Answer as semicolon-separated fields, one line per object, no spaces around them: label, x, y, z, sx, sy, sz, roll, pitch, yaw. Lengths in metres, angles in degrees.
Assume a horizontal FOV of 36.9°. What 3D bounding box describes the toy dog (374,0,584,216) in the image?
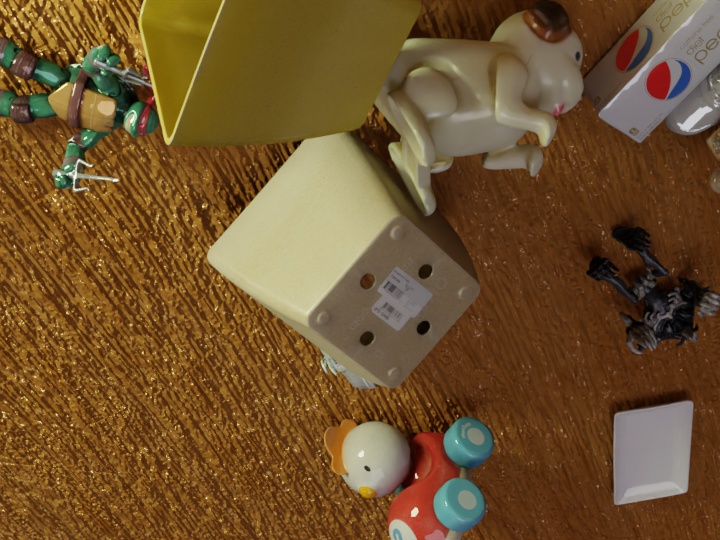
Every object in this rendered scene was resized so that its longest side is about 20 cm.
toy dog;0.117;-0.170;1.015;0.199;0.194;0.140;-23;148;-7

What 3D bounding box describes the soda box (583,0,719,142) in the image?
soda box;0.307;-0.223;1.036;0.063;0.068;0.200;25;123;-25

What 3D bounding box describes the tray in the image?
tray;0.398;0.247;1.481;0.107;0.022;0.201;-10;131;3

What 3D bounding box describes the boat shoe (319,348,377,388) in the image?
boat shoe;-0.041;0.063;1.244;0.065;0.075;0.202;-21;126;20

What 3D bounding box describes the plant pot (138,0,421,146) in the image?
plant pot;-0.066;-0.227;0.922;0.176;0.200;0.200;7;130;-27

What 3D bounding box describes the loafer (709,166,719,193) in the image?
loafer;0.432;-0.112;1.116;0.199;0.072;0.063;-15;-173;-43

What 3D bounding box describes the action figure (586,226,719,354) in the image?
action figure;0.347;0.042;1.249;0.119;0.102;0.200;-42;122;12

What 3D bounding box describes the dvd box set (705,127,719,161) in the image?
dvd box set;0.430;-0.180;1.011;0.146;0.029;0.200;-27;169;-17

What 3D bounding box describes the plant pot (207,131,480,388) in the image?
plant pot;0.000;0.000;1.079;0.200;0.177;0.200;-48;122;3

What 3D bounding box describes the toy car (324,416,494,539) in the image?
toy car;0.037;0.266;1.373;0.199;0.177;0.185;23;137;-9

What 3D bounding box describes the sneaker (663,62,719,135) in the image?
sneaker;0.372;-0.203;1.032;0.078;0.099;0.200;44;112;-5

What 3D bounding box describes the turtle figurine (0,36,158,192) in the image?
turtle figurine;-0.266;-0.153;1.013;0.199;0.101;0.150;16;114;0
